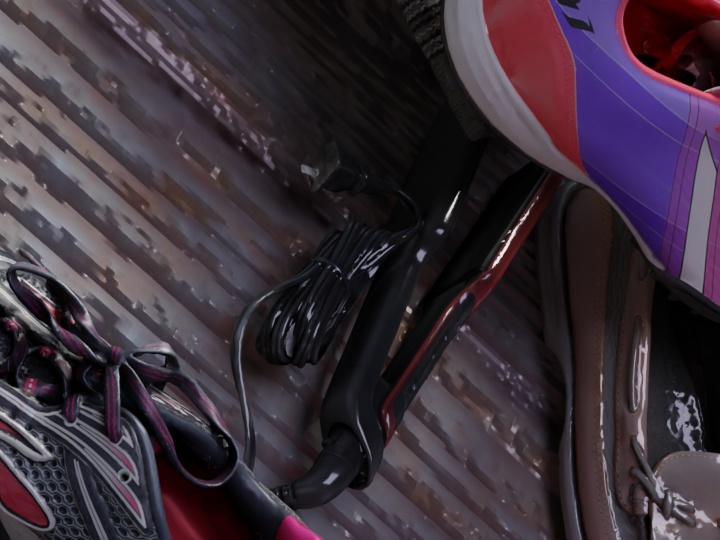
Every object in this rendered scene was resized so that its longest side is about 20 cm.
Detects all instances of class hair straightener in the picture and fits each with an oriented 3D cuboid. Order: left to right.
[{"bbox_3d":[0.000,0.000,0.902,0.077,0.041,0.200,46,52,-14],"label":"hair straightener"}]

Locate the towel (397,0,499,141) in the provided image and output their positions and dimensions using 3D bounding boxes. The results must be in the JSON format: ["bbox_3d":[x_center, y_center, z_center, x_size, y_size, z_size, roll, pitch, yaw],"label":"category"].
[{"bbox_3d":[0.042,-0.139,0.959,0.193,0.034,0.200,64,25,4],"label":"towel"}]

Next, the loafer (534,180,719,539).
[{"bbox_3d":[0.106,0.055,0.942,0.072,0.063,0.201,5,67,-40],"label":"loafer"}]

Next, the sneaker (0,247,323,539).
[{"bbox_3d":[-0.087,0.033,0.779,0.200,0.075,0.081,45,47,-14],"label":"sneaker"}]

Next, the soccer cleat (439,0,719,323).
[{"bbox_3d":[0.109,-0.041,0.886,0.200,0.073,0.069,36,48,-38],"label":"soccer cleat"}]
